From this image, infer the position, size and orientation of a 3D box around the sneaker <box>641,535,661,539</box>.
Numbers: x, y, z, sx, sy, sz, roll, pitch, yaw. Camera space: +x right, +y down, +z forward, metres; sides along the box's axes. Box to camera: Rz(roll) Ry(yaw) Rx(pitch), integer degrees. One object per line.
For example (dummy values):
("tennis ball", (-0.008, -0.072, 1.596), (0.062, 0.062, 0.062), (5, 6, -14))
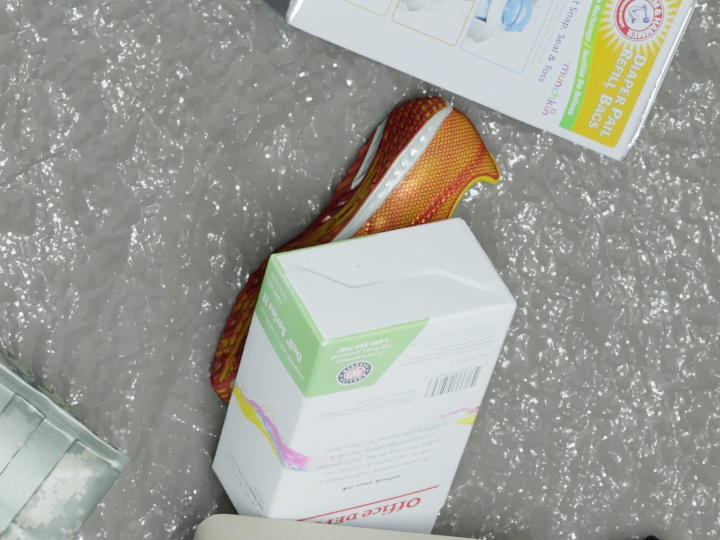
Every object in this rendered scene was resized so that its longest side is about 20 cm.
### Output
("sneaker", (0.118, 0.236, 1.572), (0.112, 0.073, 0.200), (39, 74, -13))

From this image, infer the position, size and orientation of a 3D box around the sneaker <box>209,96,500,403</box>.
("sneaker", (0.000, 0.000, 1.512), (0.200, 0.073, 0.077), (-47, 112, -7))

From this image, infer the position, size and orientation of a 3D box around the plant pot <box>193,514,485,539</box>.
("plant pot", (0.006, 0.262, 1.442), (0.199, 0.177, 0.201), (7, 118, -18))

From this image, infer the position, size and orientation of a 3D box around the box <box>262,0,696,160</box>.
("box", (0.058, -0.147, 1.490), (0.199, 0.113, 0.102), (21, 99, -17))

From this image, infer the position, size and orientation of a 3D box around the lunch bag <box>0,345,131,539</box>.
("lunch bag", (-0.242, 0.093, 1.421), (0.200, 0.118, 0.164), (39, 83, -10))

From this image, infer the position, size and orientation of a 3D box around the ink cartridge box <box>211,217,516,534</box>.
("ink cartridge box", (-0.005, 0.074, 1.477), (0.117, 0.067, 0.200), (-11, 139, -28))
